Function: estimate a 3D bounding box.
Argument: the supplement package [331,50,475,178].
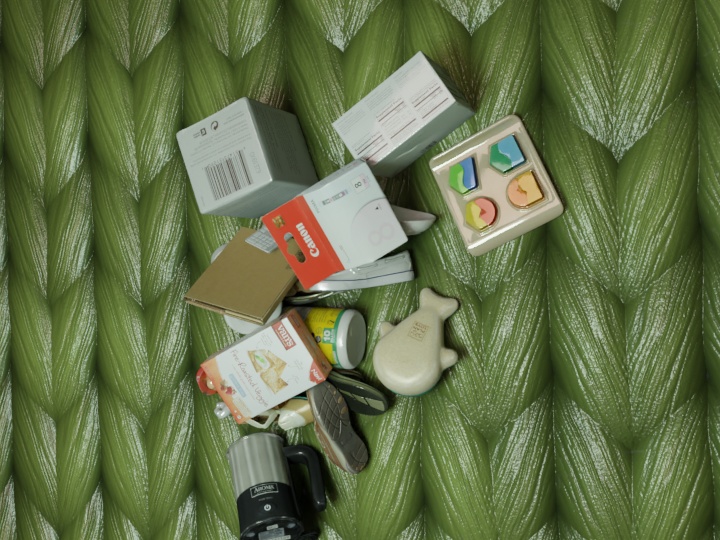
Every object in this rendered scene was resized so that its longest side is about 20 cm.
[{"bbox_3d":[0.079,-0.271,1.419,0.200,0.156,0.111,-36,81,19],"label":"supplement package"}]

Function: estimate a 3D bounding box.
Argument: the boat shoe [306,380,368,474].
[{"bbox_3d":[-0.058,0.296,1.502,0.072,0.076,0.200,-10,107,46],"label":"boat shoe"}]

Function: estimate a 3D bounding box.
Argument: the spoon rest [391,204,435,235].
[{"bbox_3d":[0.043,-0.101,1.474,0.200,0.099,0.061,4,105,30],"label":"spoon rest"}]

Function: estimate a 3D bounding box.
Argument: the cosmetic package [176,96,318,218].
[{"bbox_3d":[-0.208,-0.206,1.512,0.165,0.200,0.165,-21,83,21],"label":"cosmetic package"}]

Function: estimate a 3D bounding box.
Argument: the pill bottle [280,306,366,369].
[{"bbox_3d":[-0.100,0.125,1.518,0.200,0.113,0.113,2,91,22],"label":"pill bottle"}]

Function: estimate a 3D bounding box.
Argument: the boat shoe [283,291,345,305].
[{"bbox_3d":[-0.064,0.016,1.526,0.200,0.068,0.075,-30,80,19],"label":"boat shoe"}]

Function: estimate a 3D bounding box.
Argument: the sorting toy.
[{"bbox_3d":[0.237,-0.151,1.421,0.185,0.036,0.200,-28,81,20],"label":"sorting toy"}]

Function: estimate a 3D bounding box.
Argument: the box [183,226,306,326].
[{"bbox_3d":[-0.194,0.004,1.428,0.163,0.200,0.021,14,138,22],"label":"box"}]

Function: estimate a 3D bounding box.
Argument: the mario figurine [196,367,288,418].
[{"bbox_3d":[-0.240,0.221,1.544,0.200,0.106,0.124,2,60,28],"label":"mario figurine"}]

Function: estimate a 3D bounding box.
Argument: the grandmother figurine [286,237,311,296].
[{"bbox_3d":[-0.131,-0.047,1.521,0.121,0.061,0.200,-6,55,2],"label":"grandmother figurine"}]

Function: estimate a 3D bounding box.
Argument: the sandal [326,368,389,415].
[{"bbox_3d":[-0.029,0.211,1.516,0.201,0.057,0.080,21,138,31],"label":"sandal"}]

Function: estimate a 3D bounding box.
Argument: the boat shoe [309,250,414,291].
[{"bbox_3d":[0.000,0.000,1.462,0.200,0.074,0.065,-8,90,-21],"label":"boat shoe"}]

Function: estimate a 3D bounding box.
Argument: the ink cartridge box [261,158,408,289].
[{"bbox_3d":[-0.042,-0.072,1.365,0.200,0.057,0.163,-33,112,-6],"label":"ink cartridge box"}]

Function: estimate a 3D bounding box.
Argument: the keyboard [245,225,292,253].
[{"bbox_3d":[-0.130,-0.092,1.497,0.056,0.200,0.011,31,135,20],"label":"keyboard"}]

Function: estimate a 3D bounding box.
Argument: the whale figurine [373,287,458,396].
[{"bbox_3d":[0.108,0.135,1.456,0.159,0.104,0.200,21,74,21],"label":"whale figurine"}]

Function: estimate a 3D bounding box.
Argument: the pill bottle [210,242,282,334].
[{"bbox_3d":[-0.227,0.026,1.529,0.111,0.111,0.200,-56,34,13],"label":"pill bottle"}]

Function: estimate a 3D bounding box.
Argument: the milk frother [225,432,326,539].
[{"bbox_3d":[-0.167,0.448,1.544,0.188,0.180,0.200,-109,31,-43],"label":"milk frother"}]

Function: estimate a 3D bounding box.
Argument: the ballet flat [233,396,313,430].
[{"bbox_3d":[-0.161,0.286,1.567,0.200,0.063,0.069,-1,134,27],"label":"ballet flat"}]

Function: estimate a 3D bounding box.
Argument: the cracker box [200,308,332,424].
[{"bbox_3d":[-0.171,0.175,1.450,0.200,0.058,0.134,-30,97,17],"label":"cracker box"}]
